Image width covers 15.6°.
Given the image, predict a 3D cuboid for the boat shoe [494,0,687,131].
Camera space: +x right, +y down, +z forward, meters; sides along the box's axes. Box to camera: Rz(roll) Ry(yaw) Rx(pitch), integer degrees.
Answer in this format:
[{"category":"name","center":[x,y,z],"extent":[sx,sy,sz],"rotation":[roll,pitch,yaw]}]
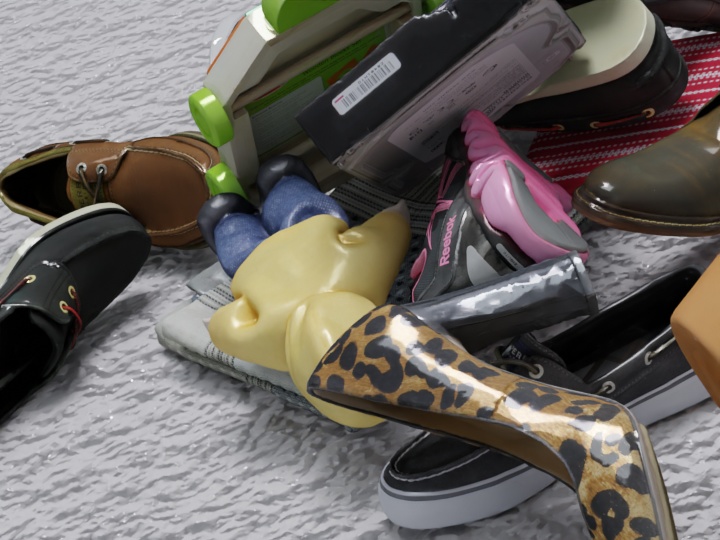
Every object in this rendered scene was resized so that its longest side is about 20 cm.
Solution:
[{"category":"boat shoe","center":[0.094,-0.110,1.537],"extent":[0.201,0.063,0.074],"rotation":[-5,57,36]}]

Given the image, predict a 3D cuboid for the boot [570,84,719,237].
[{"category":"boot","center":[0.191,-0.080,1.365],"extent":[0.200,0.097,0.075],"rotation":[-15,37,-39]}]

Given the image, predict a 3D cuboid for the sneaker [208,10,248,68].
[{"category":"sneaker","center":[-0.043,-0.106,1.658],"extent":[0.099,0.071,0.200],"rotation":[-12,34,9]}]

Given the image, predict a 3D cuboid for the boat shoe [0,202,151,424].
[{"category":"boat shoe","center":[-0.186,0.034,1.486],"extent":[0.063,0.074,0.201],"rotation":[22,47,35]}]

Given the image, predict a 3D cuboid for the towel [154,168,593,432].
[{"category":"towel","center":[0.000,0.000,1.451],"extent":[0.192,0.035,0.200],"rotation":[-40,33,-24]}]

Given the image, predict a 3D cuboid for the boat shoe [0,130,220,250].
[{"category":"boat shoe","center":[-0.146,-0.044,1.587],"extent":[0.068,0.072,0.200],"rotation":[-9,5,-38]}]

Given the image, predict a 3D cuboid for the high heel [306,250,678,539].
[{"category":"high heel","center":[0.061,0.093,1.194],"extent":[0.142,0.071,0.201],"rotation":[-19,56,2]}]

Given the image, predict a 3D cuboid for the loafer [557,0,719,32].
[{"category":"loafer","center":[0.190,-0.178,1.585],"extent":[0.199,0.072,0.063],"rotation":[0,-16,-42]}]

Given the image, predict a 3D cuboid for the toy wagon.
[{"category":"toy wagon","center":[-0.022,-0.113,1.435],"extent":[0.155,0.200,0.040],"rotation":[-31,58,-14]}]

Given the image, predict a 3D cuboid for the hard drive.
[{"category":"hard drive","center":[0.048,-0.100,1.381],"extent":[0.140,0.038,0.200],"rotation":[-39,-8,6]}]

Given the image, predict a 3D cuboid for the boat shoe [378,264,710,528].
[{"category":"boat shoe","center":[0.094,0.056,1.275],"extent":[0.199,0.066,0.070],"rotation":[-23,28,-10]}]

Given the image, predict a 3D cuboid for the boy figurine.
[{"category":"boy figurine","center":[-0.021,0.009,1.362],"extent":[0.124,0.065,0.200],"rotation":[-34,33,-1]}]

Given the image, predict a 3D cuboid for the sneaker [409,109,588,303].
[{"category":"sneaker","center":[0.057,-0.018,1.340],"extent":[0.095,0.079,0.200],"rotation":[-48,7,11]}]

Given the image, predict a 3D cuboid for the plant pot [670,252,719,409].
[{"category":"plant pot","center":[0.228,0.032,1.125],"extent":[0.140,0.200,0.200],"rotation":[-38,29,-2]}]

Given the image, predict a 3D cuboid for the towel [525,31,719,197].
[{"category":"towel","center":[0.170,-0.085,1.534],"extent":[0.144,0.023,0.200],"rotation":[-8,28,24]}]
